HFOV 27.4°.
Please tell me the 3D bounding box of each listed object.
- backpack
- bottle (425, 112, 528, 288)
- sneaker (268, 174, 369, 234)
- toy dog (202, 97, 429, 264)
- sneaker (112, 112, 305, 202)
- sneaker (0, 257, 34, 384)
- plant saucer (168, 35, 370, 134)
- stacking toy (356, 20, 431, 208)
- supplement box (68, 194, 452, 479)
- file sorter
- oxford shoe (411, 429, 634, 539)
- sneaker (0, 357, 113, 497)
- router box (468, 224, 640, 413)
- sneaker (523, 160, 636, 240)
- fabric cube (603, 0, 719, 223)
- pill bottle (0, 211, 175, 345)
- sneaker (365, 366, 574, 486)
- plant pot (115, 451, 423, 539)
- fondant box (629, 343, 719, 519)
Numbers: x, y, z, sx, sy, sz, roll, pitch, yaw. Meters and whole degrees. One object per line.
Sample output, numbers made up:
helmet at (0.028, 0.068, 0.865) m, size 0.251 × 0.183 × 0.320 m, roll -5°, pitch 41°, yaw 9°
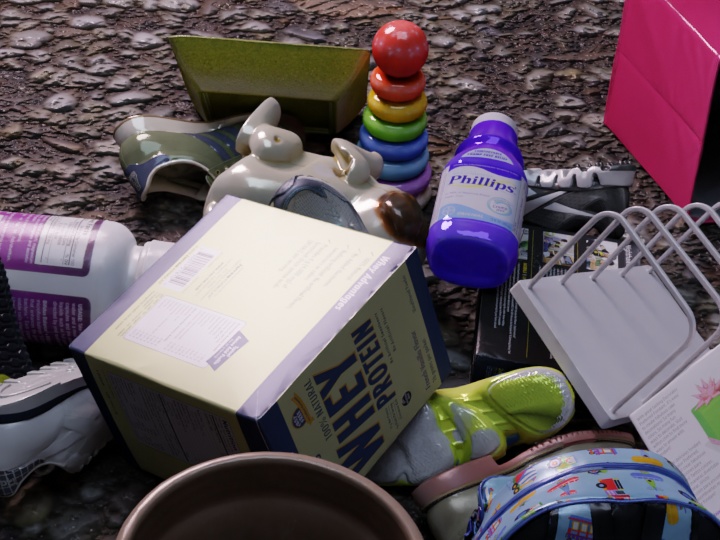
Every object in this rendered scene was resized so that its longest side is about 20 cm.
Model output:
backpack at (0.156, 0.198, 1.015) m, size 0.182 × 0.201 × 0.135 m, roll 1°, pitch 38°, yaw -4°
bottle at (0.113, -0.070, 1.361) m, size 0.083 × 0.065 × 0.200 m, roll 10°, pitch 43°, yaw 6°
sneaker at (0.000, 0.000, 1.245) m, size 0.078 × 0.200 × 0.086 m, roll -45°, pitch 31°, yaw -12°
toy dog at (-0.031, -0.053, 1.354) m, size 0.199 × 0.140 × 0.194 m, roll 21°, pitch 20°, yaw 8°
sneaker at (-0.145, -0.105, 1.486) m, size 0.199 × 0.067 × 0.090 m, roll -2°, pitch 57°, yaw -22°
sneaker at (-0.318, 0.072, 1.196) m, size 0.078 × 0.201 × 0.066 m, roll -20°, pitch -10°, yaw 27°
plant saucer at (-0.092, -0.184, 1.525) m, size 0.199 × 0.200 × 0.048 m, roll 5°, pitch 81°, yaw 0°
stacking toy at (0.036, -0.154, 1.446) m, size 0.085 × 0.201 × 0.086 m, roll 3°, pitch 38°, yaw -2°
supplement box at (-0.074, 0.069, 1.147) m, size 0.199 × 0.135 × 0.200 m, roll 17°, pitch 50°, yaw 36°
file sorter at (0.254, 0.026, 1.219) m, size 0.199 × 0.125 × 0.139 m, roll -6°, pitch 55°, yaw -46°
oxford shoe at (0.138, 0.179, 1.163) m, size 0.199 × 0.071 × 0.074 m, roll -14°, pitch 67°, yaw -23°
sneaker at (-0.228, 0.117, 1.189) m, size 0.076 × 0.081 × 0.200 m, roll -1°, pitch 10°, yaw 37°
router box at (0.179, 0.040, 1.335) m, size 0.148 × 0.051 × 0.200 m, roll 9°, pitch 39°, yaw 2°
sneaker at (0.174, -0.059, 1.447) m, size 0.199 × 0.091 × 0.066 m, roll 0°, pitch 3°, yaw 31°
fabric cube at (0.393, -0.194, 1.538) m, size 0.195 × 0.201 × 0.200 m, roll -10°, pitch 38°, yaw -16°
pill bottle at (-0.258, 0.009, 1.283) m, size 0.199 × 0.113 × 0.113 m, roll 6°, pitch 38°, yaw 1°
sneaker at (0.080, 0.129, 1.214) m, size 0.199 × 0.076 × 0.105 m, roll -12°, pitch -5°, yaw 8°
plant pot at (-0.061, 0.247, 0.952) m, size 0.199 × 0.175 × 0.201 m, roll 3°, pitch 38°, yaw -3°
fondant box at (0.300, 0.142, 1.038) m, size 0.058 × 0.144 × 0.200 m, roll 24°, pitch 31°, yaw -48°
